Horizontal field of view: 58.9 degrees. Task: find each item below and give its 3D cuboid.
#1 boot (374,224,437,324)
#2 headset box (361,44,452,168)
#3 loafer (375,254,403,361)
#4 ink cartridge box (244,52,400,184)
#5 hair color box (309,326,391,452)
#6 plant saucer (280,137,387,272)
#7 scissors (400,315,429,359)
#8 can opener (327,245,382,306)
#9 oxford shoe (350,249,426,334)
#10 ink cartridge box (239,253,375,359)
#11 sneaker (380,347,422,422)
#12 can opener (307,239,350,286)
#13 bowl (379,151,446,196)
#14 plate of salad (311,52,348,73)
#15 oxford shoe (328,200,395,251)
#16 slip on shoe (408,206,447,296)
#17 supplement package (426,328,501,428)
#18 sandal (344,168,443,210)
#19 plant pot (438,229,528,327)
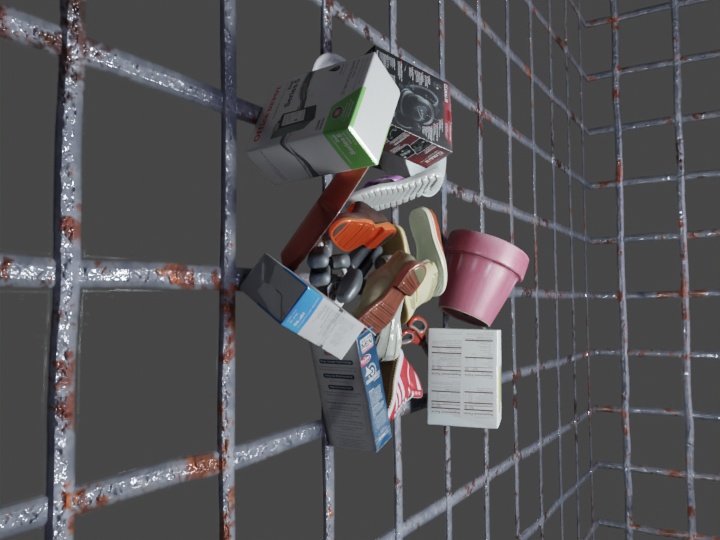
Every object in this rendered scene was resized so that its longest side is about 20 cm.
[{"bbox_3d":[0.099,-0.009,1.302,0.155,0.072,0.202,-30,115,-54],"label":"boot"},{"bbox_3d":[0.082,-0.286,1.144,0.199,0.077,0.150,16,65,-34],"label":"headset box"},{"bbox_3d":[0.040,0.071,1.202,0.069,0.070,0.202,2,87,-25],"label":"loafer"},{"bbox_3d":[-0.058,-0.220,0.947,0.084,0.199,0.147,45,51,-43],"label":"ink cartridge box"},{"bbox_3d":[-0.016,0.198,1.079,0.060,0.099,0.202,-29,112,-56],"label":"hair color box"},{"bbox_3d":[-0.050,-0.104,0.999,0.037,0.200,0.201,36,50,-6],"label":"plant saucer"},{"bbox_3d":[0.139,0.151,1.376,0.073,0.014,0.200,-50,141,3],"label":"scissors"},{"bbox_3d":[0.000,0.000,1.148,0.200,0.066,0.054,-53,131,-45],"label":"can opener"},{"bbox_3d":[0.030,0.049,1.154,0.200,0.074,0.071,-45,141,-3],"label":"oxford shoe"},{"bbox_3d":[-0.074,0.064,0.967,0.068,0.116,0.200,-53,139,-2],"label":"ink cartridge box"},{"bbox_3d":[0.061,0.252,1.228,0.113,0.071,0.201,53,43,-38],"label":"sneaker"},{"bbox_3d":[-0.053,-0.016,1.009,0.200,0.066,0.053,-78,161,-82],"label":"can opener"},{"bbox_3d":[0.094,-0.247,1.294,0.200,0.090,0.203,7,82,-57],"label":"bowl"},{"bbox_3d":[-0.031,-0.285,1.137,0.200,0.048,0.202,26,57,-50],"label":"plate of salad"},{"bbox_3d":[-0.010,-0.081,1.107,0.073,0.071,0.200,54,19,16],"label":"oxford shoe"},{"bbox_3d":[0.154,-0.043,1.400,0.061,0.074,0.202,-23,103,-59],"label":"slip on shoe"},{"bbox_3d":[0.230,0.228,1.392,0.152,0.149,0.202,19,72,-74],"label":"supplement package"},{"bbox_3d":[0.056,-0.156,1.189,0.083,0.201,0.050,108,-36,-62],"label":"sandal"},{"bbox_3d":[0.270,0.026,1.487,0.200,0.199,0.180,34,75,-52],"label":"plant pot"}]
